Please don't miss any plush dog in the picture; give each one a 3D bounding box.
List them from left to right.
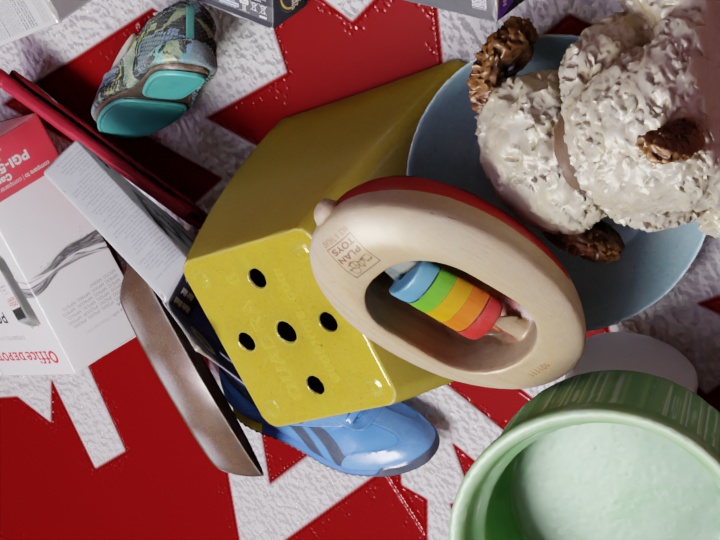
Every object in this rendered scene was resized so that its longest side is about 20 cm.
[{"bbox_3d":[0.150,-0.078,1.330,0.171,0.160,0.201,-14,106,38],"label":"plush dog"}]

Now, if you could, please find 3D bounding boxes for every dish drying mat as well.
[{"bbox_3d":[-0.199,-0.095,1.705,0.200,0.018,0.077,35,180,15],"label":"dish drying mat"}]

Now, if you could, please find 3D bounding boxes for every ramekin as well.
[{"bbox_3d":[0.163,0.162,1.401,0.199,0.098,0.201,5,111,13],"label":"ramekin"}]

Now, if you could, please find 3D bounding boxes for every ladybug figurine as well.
[{"bbox_3d":[0.056,0.001,1.379,0.200,0.072,0.136,33,135,-23],"label":"ladybug figurine"}]

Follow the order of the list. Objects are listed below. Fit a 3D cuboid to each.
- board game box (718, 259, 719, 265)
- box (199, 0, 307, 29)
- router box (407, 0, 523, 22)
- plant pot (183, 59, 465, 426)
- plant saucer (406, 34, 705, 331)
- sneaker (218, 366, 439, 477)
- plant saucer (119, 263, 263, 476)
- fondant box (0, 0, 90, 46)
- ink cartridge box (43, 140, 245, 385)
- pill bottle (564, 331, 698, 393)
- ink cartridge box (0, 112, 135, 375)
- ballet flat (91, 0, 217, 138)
[{"bbox_3d":[0.333,0.034,1.359,0.200,0.035,0.127,-7,114,43],"label":"board game box"},{"bbox_3d":[-0.128,-0.274,1.523,0.200,0.049,0.162,24,134,27],"label":"box"},{"bbox_3d":[0.040,-0.224,1.335,0.199,0.157,0.052,18,129,31],"label":"router box"},{"bbox_3d":[0.000,0.000,1.514,0.200,0.176,0.200,-15,109,44],"label":"plant pot"},{"bbox_3d":[0.131,-0.059,1.425,0.200,0.039,0.202,3,109,8],"label":"plant saucer"},{"bbox_3d":[-0.031,0.099,1.686,0.200,0.066,0.079,19,140,33],"label":"sneaker"},{"bbox_3d":[-0.137,0.080,1.702,0.201,0.032,0.200,60,177,6],"label":"plant saucer"},{"bbox_3d":[-0.233,-0.205,1.522,0.200,0.144,0.058,-11,114,46],"label":"fondant box"},{"bbox_3d":[-0.124,0.010,1.610,0.200,0.041,0.200,47,-179,28],"label":"ink cartridge box"},{"bbox_3d":[0.172,0.149,1.516,0.114,0.114,0.201,25,128,25],"label":"pill bottle"},{"bbox_3d":[-0.279,-0.016,1.790,0.147,0.083,0.201,-6,115,56],"label":"ink cartridge box"},{"bbox_3d":[-0.150,-0.151,1.614,0.074,0.074,0.200,55,154,-6],"label":"ballet flat"}]
